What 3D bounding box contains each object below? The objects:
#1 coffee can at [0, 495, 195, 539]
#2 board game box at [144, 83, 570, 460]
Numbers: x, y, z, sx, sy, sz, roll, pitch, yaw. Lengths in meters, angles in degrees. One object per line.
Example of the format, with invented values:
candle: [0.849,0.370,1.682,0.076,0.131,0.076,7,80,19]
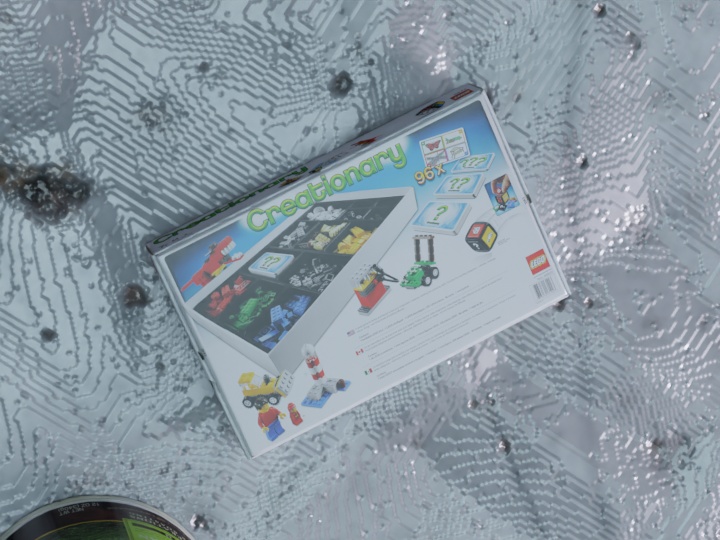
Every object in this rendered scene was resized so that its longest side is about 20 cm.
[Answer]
coffee can: [-0.126,0.211,1.176,0.145,0.200,0.148,-2,101,-12]
board game box: [0.000,0.000,1.250,0.199,0.035,0.127,-26,105,-7]
